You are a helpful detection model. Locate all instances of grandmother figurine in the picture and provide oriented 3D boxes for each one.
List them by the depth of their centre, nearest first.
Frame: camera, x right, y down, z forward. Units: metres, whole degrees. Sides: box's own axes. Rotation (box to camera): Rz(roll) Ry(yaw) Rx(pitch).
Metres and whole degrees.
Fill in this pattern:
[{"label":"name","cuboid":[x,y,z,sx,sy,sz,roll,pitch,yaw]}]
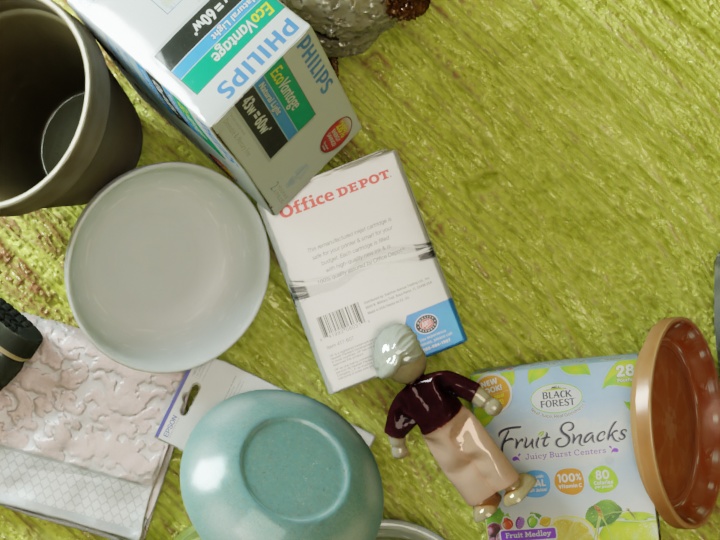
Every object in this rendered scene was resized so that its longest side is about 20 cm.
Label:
[{"label":"grandmother figurine","cuboid":[0.075,0.139,1.312,0.121,0.061,0.201,-32,99,14]}]

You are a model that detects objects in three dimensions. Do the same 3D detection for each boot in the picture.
[{"label":"boot","cuboid":[-0.421,0.061,1.345,0.200,0.077,0.139,39,99,15]}]

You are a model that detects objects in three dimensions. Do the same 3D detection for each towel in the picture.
[{"label":"towel","cuboid":[-0.281,0.155,1.378,0.198,0.032,0.193,16,89,-4]}]

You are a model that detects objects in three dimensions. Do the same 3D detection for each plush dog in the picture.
[{"label":"plush dog","cuboid":[-0.023,-0.258,1.321,0.198,0.172,0.162,8,90,-4]}]

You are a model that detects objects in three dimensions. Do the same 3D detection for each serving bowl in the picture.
[{"label":"serving bowl","cuboid":[-0.189,-0.007,1.334,0.199,0.066,0.202,-6,104,-24]}]

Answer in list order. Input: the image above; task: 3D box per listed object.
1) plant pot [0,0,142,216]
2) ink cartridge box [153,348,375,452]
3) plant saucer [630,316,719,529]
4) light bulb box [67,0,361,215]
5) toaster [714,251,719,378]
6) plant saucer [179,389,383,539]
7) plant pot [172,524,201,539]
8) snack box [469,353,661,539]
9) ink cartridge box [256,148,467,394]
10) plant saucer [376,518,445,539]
[{"label":"plant pot","cuboid":[-0.293,-0.137,1.292,0.198,0.173,0.202,-3,80,18]},{"label":"ink cartridge box","cuboid":[-0.094,0.163,1.382,0.199,0.039,0.100,28,84,-4]},{"label":"plant saucer","cuboid":[0.303,0.146,1.343,0.032,0.200,0.202,-7,91,33]},{"label":"light bulb box","cuboid":[-0.127,-0.185,1.269,0.125,0.198,0.200,-46,66,-6]},{"label":"toaster","cuboid":[0.442,0.058,1.371,0.198,0.119,0.183,-4,89,-5]},{"label":"plant saucer","cuboid":[-0.066,0.191,1.297,0.199,0.039,0.202,12,53,-16]},{"label":"plant pot","cuboid":[-0.145,0.333,1.279,0.198,0.190,0.202,-1,87,16]},{"label":"snack box","cuboid":[0.201,0.189,1.368,0.167,0.068,0.202,-7,89,12]},{"label":"ink cartridge box","cuboid":[0.000,0.000,1.366,0.145,0.084,0.201,-20,90,-2]},{"label":"plant saucer","cuboid":[0.021,0.342,1.384,0.198,0.050,0.202,0,91,-3]}]
